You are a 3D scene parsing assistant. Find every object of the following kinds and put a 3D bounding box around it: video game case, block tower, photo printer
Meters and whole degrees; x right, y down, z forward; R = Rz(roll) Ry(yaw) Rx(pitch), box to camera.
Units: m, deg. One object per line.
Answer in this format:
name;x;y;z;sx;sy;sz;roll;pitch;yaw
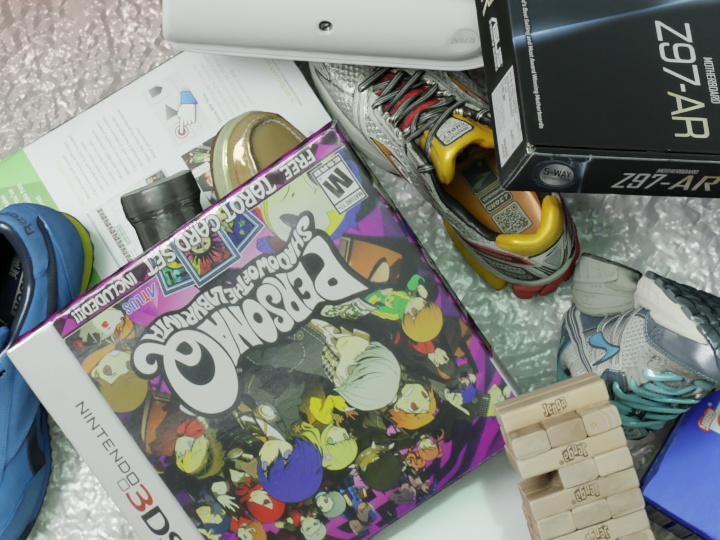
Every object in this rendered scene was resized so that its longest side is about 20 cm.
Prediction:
video game case;-0.043;0.055;0.979;0.200;0.036;0.182;-33;97;6
block tower;0.118;0.154;0.943;0.058;0.054;0.201;-18;94;-1
photo printer;-0.002;-0.185;1.071;0.199;0.070;0.167;3;51;-4

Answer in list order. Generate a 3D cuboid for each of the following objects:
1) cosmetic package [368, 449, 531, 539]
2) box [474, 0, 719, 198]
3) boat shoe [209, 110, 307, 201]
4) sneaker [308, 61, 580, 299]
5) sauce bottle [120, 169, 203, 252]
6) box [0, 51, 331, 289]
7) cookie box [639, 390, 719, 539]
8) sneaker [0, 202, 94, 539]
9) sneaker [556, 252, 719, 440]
cosmetic package;0.044;0.169;1.024;0.102;0.074;0.200;41;83;9
box;0.139;-0.135;1.003;0.160;0.044;0.201;2;67;-16
boat shoe;0.000;0.000;1.024;0.072;0.076;0.200;-44;107;-31
sneaker;0.047;-0.077;1.070;0.078;0.082;0.200;-43;77;-6
sauce bottle;-0.072;0.048;1.032;0.065;0.065;0.201;-21;94;-3
box;-0.102;-0.035;1.091;0.200;0.036;0.145;-31;79;-6
cookie box;0.267;0.101;1.030;0.200;0.075;0.171;32;80;8
sneaker;-0.195;0.062;1.030;0.066;0.078;0.201;16;97;17
sneaker;0.151;0.049;0.992;0.077;0.200;0.087;20;91;-11
